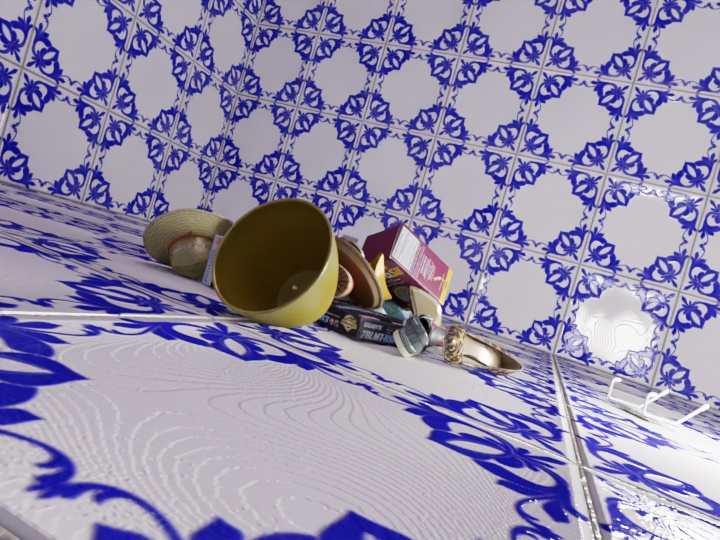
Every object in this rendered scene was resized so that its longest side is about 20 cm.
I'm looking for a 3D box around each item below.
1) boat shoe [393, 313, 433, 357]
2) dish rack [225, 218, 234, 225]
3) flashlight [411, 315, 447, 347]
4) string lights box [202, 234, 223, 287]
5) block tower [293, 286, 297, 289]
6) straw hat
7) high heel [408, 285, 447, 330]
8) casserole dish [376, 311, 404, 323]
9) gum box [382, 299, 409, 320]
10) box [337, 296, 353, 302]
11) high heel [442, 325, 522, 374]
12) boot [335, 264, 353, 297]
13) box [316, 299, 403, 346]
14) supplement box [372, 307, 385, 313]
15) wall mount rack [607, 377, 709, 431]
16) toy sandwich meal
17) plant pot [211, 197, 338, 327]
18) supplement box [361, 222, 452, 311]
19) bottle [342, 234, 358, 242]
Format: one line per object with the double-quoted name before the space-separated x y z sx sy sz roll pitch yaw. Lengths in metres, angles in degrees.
"boat shoe" 0.117 0.118 1.036 0.074 0.061 0.200 61 16 7
"dish rack" -0.214 -0.085 1.253 0.198 0.055 0.153 24 -3 -26
"flashlight" 0.196 0.161 1.180 0.197 0.069 0.068 22 -9 -7
"string lights box" -0.220 0.004 1.050 0.198 0.105 0.058 17 1 41
"block tower" -0.186 0.041 1.133 0.057 0.055 0.199 18 1 -28
"straw hat" -0.348 -0.032 1.127 0.199 0.201 0.086 17 43 -39
"high heel" 0.155 0.109 1.301 0.201 0.071 0.143 55 -5 -14
"casserole dish" 0.081 0.135 1.281 0.119 0.040 0.200 19 -1 -7
"gum box" 0.069 0.023 1.426 0.044 0.202 0.170 -26 14 19
"box" -0.114 0.036 1.351 0.180 0.106 0.198 16 0 43
"high heel" 0.236 0.157 1.036 0.140 0.073 0.200 11 -12 23
"boot" -0.065 0.022 1.132 0.106 0.077 0.198 21 -7 -40
"box" -0.013 0.101 1.113 0.196 0.051 0.198 17 0 41
"supplement box" 0.027 0.082 1.523 0.100 0.105 0.199 19 3 30
"wall mount rack" 0.683 0.308 1.253 0.171 0.076 0.200 18 1 -15
"toy sandwich meal" 0.000 0.000 1.177 0.205 0.070 0.207 42 -25 24
"plant pot" -0.113 0.011 0.856 0.197 0.202 0.143 17 -24 29
"supplement box" 0.107 -0.002 1.297 0.199 0.104 0.130 40 -33 -27
"bottle" -0.056 0.002 1.516 0.064 0.204 0.083 17 -1 27
